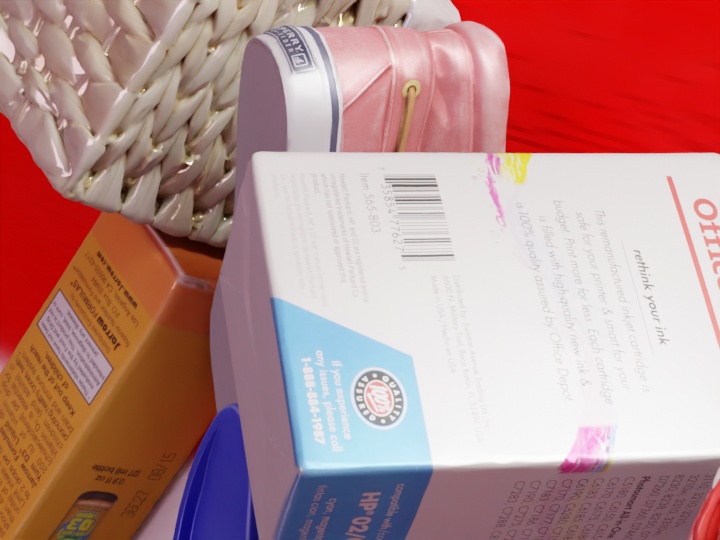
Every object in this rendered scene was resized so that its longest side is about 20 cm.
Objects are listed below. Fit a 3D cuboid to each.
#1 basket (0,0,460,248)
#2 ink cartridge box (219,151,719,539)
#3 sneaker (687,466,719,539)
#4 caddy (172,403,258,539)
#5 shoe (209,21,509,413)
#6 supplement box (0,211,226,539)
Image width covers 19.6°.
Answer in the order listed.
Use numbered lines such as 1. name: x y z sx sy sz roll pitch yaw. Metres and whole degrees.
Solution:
1. basket: -0.081 -0.117 0.830 0.136 0.123 0.200 -54 51 20
2. ink cartridge box: 0.064 0.027 0.648 0.068 0.198 0.116 108 157 -52
3. sneaker: 0.117 0.104 0.595 0.202 0.107 0.067 -54 49 30
4. caddy: -0.001 0.136 0.713 0.141 0.104 0.202 20 99 63
5. shoe: 0.000 0.000 0.769 0.072 0.090 0.201 -122 32 -48
6. supplement box: -0.115 0.067 0.858 0.201 0.066 0.069 -56 50 16
